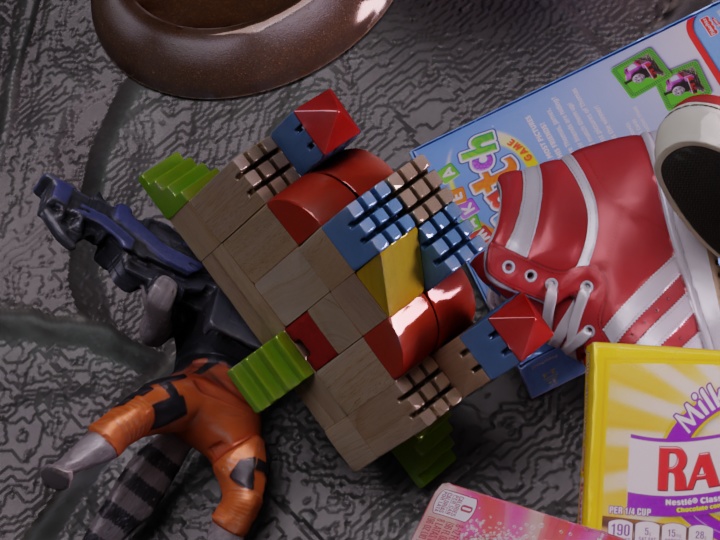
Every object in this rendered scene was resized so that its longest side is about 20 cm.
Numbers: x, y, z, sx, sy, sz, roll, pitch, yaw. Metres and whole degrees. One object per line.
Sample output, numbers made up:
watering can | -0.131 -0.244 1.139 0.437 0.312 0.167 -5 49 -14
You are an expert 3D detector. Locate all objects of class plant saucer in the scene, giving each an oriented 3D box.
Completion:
plant saucer | -0.068 -0.188 1.332 0.200 0.032 0.200 -9 55 13

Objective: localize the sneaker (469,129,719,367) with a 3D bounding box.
sneaker | 0.115 0.037 1.059 0.112 0.071 0.200 -10 72 0

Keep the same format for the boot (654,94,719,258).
boot | 0.226 -0.059 1.049 0.072 0.200 0.144 -19 46 56

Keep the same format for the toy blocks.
toy blocks | 0.000 0.000 1.052 0.100 0.137 0.200 -36 88 -35

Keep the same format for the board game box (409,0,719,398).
board game box | 0.143 -0.043 1.152 0.200 0.037 0.151 -25 54 1

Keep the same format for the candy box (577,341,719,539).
candy box | 0.195 0.088 0.995 0.200 0.026 0.102 3 80 1

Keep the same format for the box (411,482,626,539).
box | 0.043 0.202 0.932 0.095 0.100 0.200 15 63 28

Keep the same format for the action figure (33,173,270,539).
action figure | -0.096 0.043 1.128 0.200 0.105 0.194 33 57 -12
